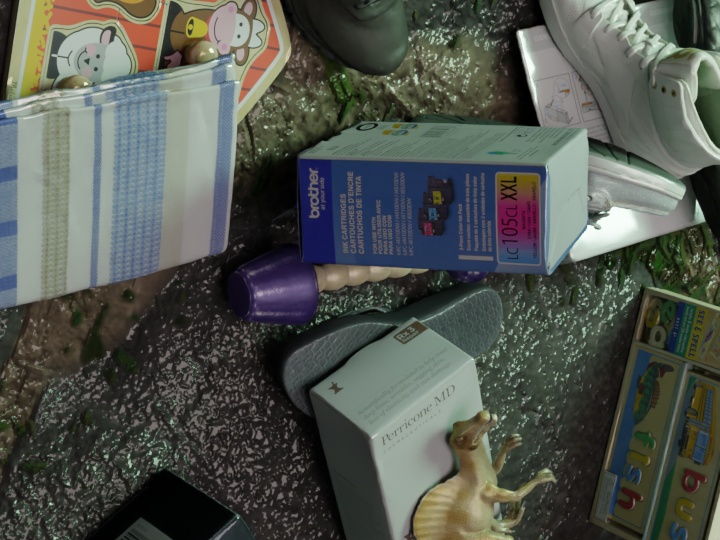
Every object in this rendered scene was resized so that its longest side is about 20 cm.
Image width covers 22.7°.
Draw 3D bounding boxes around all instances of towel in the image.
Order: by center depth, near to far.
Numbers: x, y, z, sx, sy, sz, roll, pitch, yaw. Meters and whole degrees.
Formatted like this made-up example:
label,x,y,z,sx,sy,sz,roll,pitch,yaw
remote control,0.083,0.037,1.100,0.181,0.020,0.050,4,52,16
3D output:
label,x,y,z,sx,sy,sz,roll,pitch,yaw
towel,-0.166,-0.054,1.121,0.199,0.024,0.148,-15,127,-30

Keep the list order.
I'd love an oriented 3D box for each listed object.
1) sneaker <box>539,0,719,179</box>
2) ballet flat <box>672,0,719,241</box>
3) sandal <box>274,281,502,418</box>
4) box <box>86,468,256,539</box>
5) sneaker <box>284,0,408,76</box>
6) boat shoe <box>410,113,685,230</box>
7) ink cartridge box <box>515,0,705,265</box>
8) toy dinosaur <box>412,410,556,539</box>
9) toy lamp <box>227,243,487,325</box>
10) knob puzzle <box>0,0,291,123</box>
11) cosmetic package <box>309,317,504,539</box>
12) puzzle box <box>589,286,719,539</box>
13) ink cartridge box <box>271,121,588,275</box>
label,x,y,z,sx,sy,sz,roll,pitch,yaw
sneaker,0.209,-0.162,1.292,0.073,0.115,0.201,-35,100,-26
ballet flat,0.276,-0.122,1.351,0.056,0.066,0.202,-2,84,-16
sandal,0.017,0.056,1.288,0.199,0.043,0.077,-14,119,-38
box,-0.114,0.263,1.204,0.148,0.104,0.201,-40,122,-21
sneaker,-0.011,-0.213,1.165,0.076,0.090,0.201,-39,122,-23
boat shoe,0.129,-0.064,1.274,0.200,0.074,0.065,10,105,-4
ink cartridge box,0.204,-0.111,1.373,0.199,0.043,0.175,-16,91,-31
toy dinosaur,0.079,0.184,1.258,0.100,0.058,0.202,1,107,-28
toy lamp,0.000,0.000,1.247,0.198,0.058,0.059,-12,109,-32
knob puzzle,-0.124,-0.154,1.137,0.218,0.030,0.222,-10,107,-33
cosmetic package,0.037,0.145,1.274,0.101,0.074,0.201,-35,136,-24
puzzle box,0.253,0.125,1.410,0.025,0.133,0.202,9,96,-36
ink cartridge box,0.042,-0.052,1.183,0.136,0.198,0.077,-37,129,-67
